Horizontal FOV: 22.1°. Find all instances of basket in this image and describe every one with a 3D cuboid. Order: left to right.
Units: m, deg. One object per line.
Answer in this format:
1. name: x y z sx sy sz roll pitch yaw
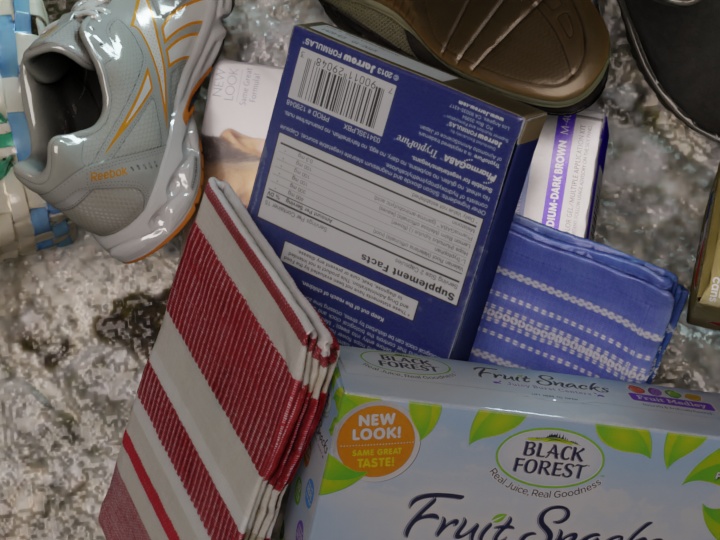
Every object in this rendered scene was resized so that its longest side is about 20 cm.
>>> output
1. basket: -0.247 -0.070 0.925 0.199 0.139 0.178 -11 82 -3

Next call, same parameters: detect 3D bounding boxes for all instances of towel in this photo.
1. towel: -0.070 0.078 0.859 0.023 0.144 0.201 5 118 -30
2. towel: 0.056 0.068 0.882 0.144 0.024 0.201 21 108 7

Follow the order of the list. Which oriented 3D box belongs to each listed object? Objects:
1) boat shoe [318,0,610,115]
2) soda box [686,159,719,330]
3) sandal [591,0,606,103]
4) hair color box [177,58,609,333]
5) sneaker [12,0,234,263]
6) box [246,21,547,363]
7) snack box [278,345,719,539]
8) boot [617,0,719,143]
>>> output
1. boat shoe: 0.045 -0.127 0.904 0.200 0.065 0.073 36 79 33
2. soda box: 0.185 -0.005 0.822 0.067 0.200 0.064 11 88 9
3. sandal: 0.082 -0.178 0.938 0.075 0.048 0.202 -18 81 6
4. hair color box: 0.018 -0.035 0.922 0.199 0.065 0.110 8 85 11
5. sneaker: -0.119 -0.110 0.892 0.075 0.092 0.201 -19 55 33
6. box: 0.000 0.000 0.854 0.121 0.032 0.201 24 110 21
7. snack box: 0.068 0.117 0.837 0.199 0.053 0.143 7 111 -15
8. boot: 0.148 -0.131 0.835 0.072 0.200 0.182 -35 94 4
